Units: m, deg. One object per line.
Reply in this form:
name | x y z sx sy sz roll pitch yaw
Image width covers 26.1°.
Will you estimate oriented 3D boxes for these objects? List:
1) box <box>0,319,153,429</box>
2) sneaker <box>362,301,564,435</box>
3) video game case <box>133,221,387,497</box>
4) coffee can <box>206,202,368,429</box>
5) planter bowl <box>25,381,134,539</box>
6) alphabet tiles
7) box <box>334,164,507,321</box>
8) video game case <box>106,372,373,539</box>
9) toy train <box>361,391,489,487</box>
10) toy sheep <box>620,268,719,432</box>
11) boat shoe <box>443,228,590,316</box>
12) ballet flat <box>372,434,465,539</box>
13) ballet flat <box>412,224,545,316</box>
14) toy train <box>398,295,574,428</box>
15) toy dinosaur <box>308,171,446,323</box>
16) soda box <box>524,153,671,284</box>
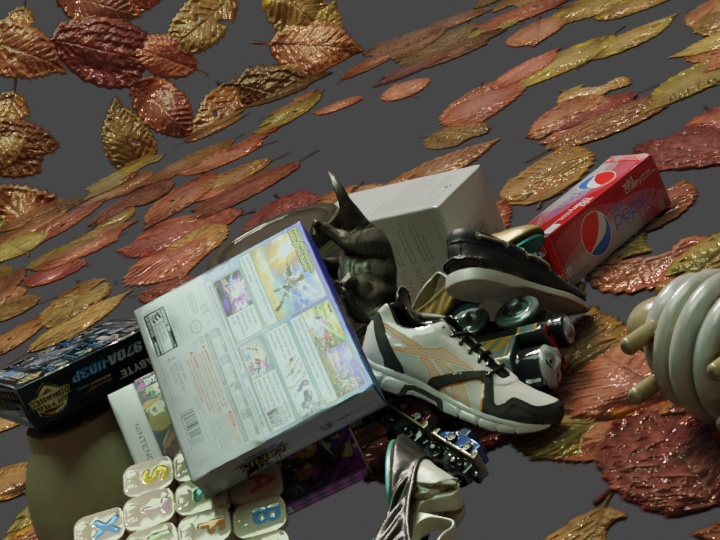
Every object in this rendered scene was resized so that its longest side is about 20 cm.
box | -0.287 0.100 1.563 0.159 0.046 0.200 -26 9 -23
sneaker | 0.089 0.088 1.383 0.200 0.080 0.074 19 9 15
video game case | -0.094 0.078 1.406 0.181 0.045 0.200 -28 55 5
coffee can | -0.050 0.052 1.592 0.146 0.200 0.146 -22 17 7
planter bowl | -0.254 0.192 1.561 0.200 0.135 0.200 -22 16 7
alphabet tiles | -0.158 0.236 1.356 0.195 0.015 0.200 -16 41 3
box | 0.058 -0.013 1.722 0.200 0.152 0.106 -9 23 39
video game case | -0.115 0.154 1.456 0.200 0.181 0.036 -25 -25 -4
toy train | 0.049 0.139 1.397 0.046 0.034 0.200 -41 40 -17
toy sheep | 0.294 0.063 1.232 0.138 0.138 0.200 -33 34 -28
boat shoe | 0.154 0.006 1.523 0.200 0.060 0.074 14 -26 -41
ballet flat | 0.048 0.204 1.254 0.068 0.068 0.200 -9 31 16
ballet flat | 0.105 0.012 1.597 0.200 0.063 0.069 -48 -32 19
toy train | 0.107 0.094 1.477 0.200 0.085 0.114 -14 32 26
toy dinosaur | 0.000 0.000 1.497 0.102 0.200 0.077 4 -40 -35
soda box | 0.257 -0.056 1.721 0.200 0.070 0.063 -37 20 -34
